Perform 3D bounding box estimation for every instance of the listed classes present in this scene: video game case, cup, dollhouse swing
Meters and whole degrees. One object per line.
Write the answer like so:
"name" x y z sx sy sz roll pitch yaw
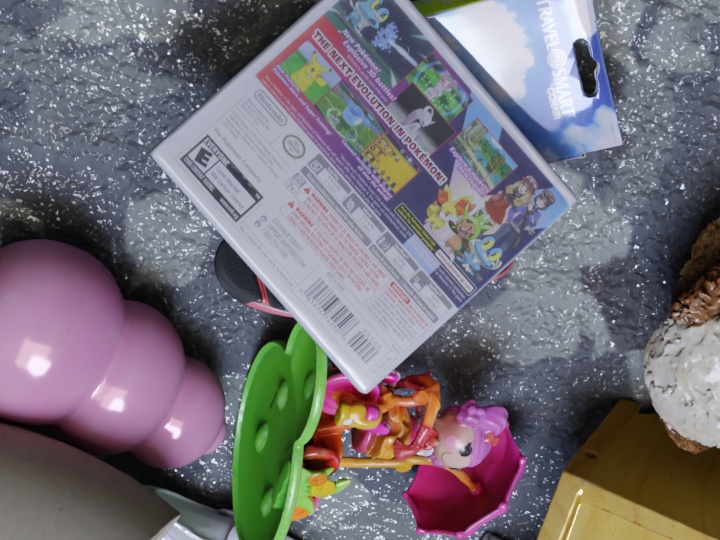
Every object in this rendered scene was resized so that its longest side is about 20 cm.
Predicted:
"video game case" 0.003 -0.058 1.150 0.182 0.023 0.200 -42 98 -5
"cup" -0.234 0.178 1.194 0.143 0.200 0.200 44 108 4
"dollhouse swing" 0.222 0.227 1.269 0.200 0.182 0.176 22 117 18

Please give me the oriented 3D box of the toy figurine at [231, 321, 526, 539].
"toy figurine" 0.027 0.114 1.263 0.183 0.150 0.200 6 139 -18

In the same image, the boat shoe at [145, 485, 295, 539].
"boat shoe" -0.081 0.197 1.337 0.200 0.074 0.067 35 109 -30

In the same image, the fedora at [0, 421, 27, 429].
"fedora" -0.294 0.192 1.316 0.200 0.082 0.201 0 115 -1

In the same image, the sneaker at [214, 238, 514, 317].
"sneaker" 0.000 0.000 1.218 0.199 0.087 0.074 -5 78 -16

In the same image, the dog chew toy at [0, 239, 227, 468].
"dog chew toy" -0.175 0.066 1.246 0.200 0.125 0.125 34 110 -25

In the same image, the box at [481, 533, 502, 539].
"box" 0.099 0.318 1.373 0.128 0.109 0.200 27 112 -13

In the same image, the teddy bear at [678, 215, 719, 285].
"teddy bear" 0.291 0.030 1.277 0.200 0.067 0.145 26 121 -20

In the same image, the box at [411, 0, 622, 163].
"box" 0.057 -0.116 1.202 0.199 0.048 0.122 -14 115 5

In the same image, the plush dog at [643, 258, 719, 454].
"plush dog" 0.264 0.078 1.195 0.171 0.161 0.200 17 130 15
